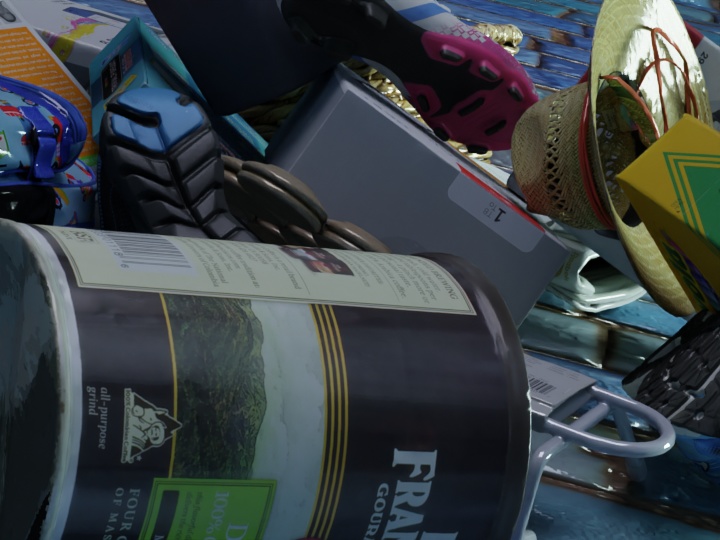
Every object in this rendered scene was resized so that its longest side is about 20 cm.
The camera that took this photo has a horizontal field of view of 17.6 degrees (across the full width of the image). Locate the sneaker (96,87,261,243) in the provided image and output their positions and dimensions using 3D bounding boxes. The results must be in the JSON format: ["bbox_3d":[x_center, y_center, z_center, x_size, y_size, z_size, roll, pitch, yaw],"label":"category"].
[{"bbox_3d":[-0.082,0.009,1.135,0.073,0.082,0.201,-6,58,-18],"label":"sneaker"}]

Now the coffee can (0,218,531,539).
[{"bbox_3d":[-0.055,0.060,0.905,0.199,0.148,0.146,4,17,-30],"label":"coffee can"}]

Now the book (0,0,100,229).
[{"bbox_3d":[-0.225,-0.102,1.361,0.200,0.048,0.133,52,30,16],"label":"book"}]

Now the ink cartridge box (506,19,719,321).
[{"bbox_3d":[0.209,-0.052,1.418,0.199,0.145,0.084,37,6,2],"label":"ink cartridge box"}]

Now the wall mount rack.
[{"bbox_3d":[0.062,0.070,1.130,0.199,0.075,0.173,21,19,23],"label":"wall mount rack"}]

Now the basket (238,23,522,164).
[{"bbox_3d":[-0.001,-0.117,1.598,0.142,0.150,0.199,22,18,29],"label":"basket"}]

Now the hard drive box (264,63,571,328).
[{"bbox_3d":[0.027,-0.041,1.349,0.155,0.077,0.200,36,7,-9],"label":"hard drive box"}]

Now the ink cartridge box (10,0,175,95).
[{"bbox_3d":[-0.195,-0.130,1.594,0.199,0.088,0.145,20,15,15],"label":"ink cartridge box"}]

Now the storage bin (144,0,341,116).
[{"bbox_3d":[-0.051,-0.186,1.400,0.145,0.135,0.200,-15,15,48],"label":"storage bin"}]

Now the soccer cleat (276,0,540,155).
[{"bbox_3d":[0.032,-0.142,1.339,0.199,0.070,0.087,30,39,-36],"label":"soccer cleat"}]

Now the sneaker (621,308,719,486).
[{"bbox_3d":[0.193,0.071,1.179,0.090,0.078,0.200,48,4,1],"label":"sneaker"}]

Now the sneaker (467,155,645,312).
[{"bbox_3d":[0.099,-0.025,1.500,0.199,0.074,0.115,7,13,-28],"label":"sneaker"}]

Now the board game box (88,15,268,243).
[{"bbox_3d":[-0.094,-0.067,1.396,0.151,0.047,0.200,44,8,-16],"label":"board game box"}]

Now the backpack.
[{"bbox_3d":[-0.213,-0.040,1.162,0.182,0.136,0.200,22,14,27],"label":"backpack"}]

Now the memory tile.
[{"bbox_3d":[0.000,0.000,1.213,0.199,0.017,0.153,37,-9,-19],"label":"memory tile"}]

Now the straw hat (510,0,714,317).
[{"bbox_3d":[0.131,-0.064,1.306,0.084,0.203,0.201,-9,4,27],"label":"straw hat"}]

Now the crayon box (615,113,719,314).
[{"bbox_3d":[0.238,0.030,1.212,0.172,0.058,0.200,39,-11,48],"label":"crayon box"}]
